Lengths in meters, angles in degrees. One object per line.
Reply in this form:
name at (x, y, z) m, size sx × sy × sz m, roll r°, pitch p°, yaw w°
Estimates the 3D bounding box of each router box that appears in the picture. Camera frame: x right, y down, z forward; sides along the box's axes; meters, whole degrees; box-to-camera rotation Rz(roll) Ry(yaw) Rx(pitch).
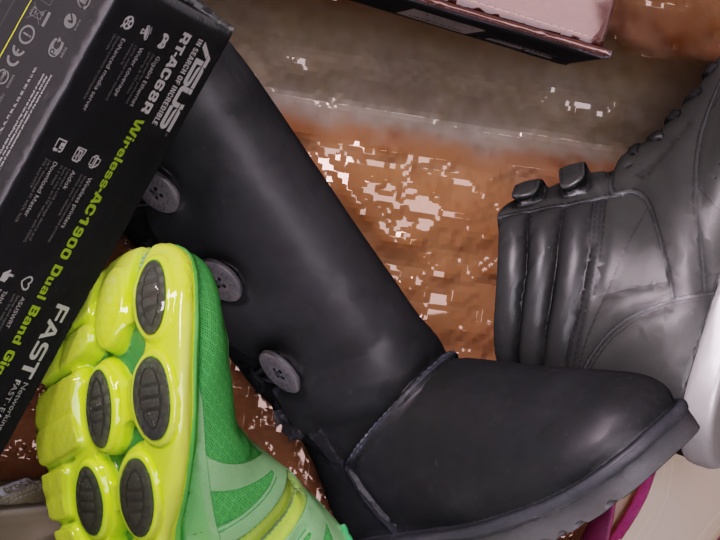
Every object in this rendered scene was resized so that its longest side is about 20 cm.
router box at (-0.151, -0.030, 0.947) m, size 0.150 × 0.062 × 0.200 m, roll 32°, pitch 94°, yaw 34°

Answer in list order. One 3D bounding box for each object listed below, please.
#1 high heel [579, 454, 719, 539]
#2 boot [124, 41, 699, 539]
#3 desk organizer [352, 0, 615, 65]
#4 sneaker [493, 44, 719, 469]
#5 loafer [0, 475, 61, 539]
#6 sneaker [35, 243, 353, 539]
high heel at (0.115, 0.074, 1.015) m, size 0.067 × 0.096 × 0.200 m, roll 38°, pitch 90°, yaw -8°
boot at (-0.001, 0.000, 0.972) m, size 0.066 × 0.165 × 0.200 m, roll -39°, pitch 99°, yaw -42°
desk organizer at (-0.007, -0.134, 0.997) m, size 0.200 × 0.072 × 0.077 m, roll 16°, pitch 90°, yaw -8°
sneaker at (0.103, -0.037, 1.017) m, size 0.099 × 0.071 × 0.200 m, roll 13°, pitch 72°, yaw 20°
loafer at (-0.107, 0.101, 1.008) m, size 0.200 × 0.068 × 0.076 m, roll 7°, pitch 101°, yaw -24°
sneaker at (-0.049, 0.085, 0.961) m, size 0.083 × 0.074 × 0.200 m, roll -23°, pitch 110°, yaw -42°
